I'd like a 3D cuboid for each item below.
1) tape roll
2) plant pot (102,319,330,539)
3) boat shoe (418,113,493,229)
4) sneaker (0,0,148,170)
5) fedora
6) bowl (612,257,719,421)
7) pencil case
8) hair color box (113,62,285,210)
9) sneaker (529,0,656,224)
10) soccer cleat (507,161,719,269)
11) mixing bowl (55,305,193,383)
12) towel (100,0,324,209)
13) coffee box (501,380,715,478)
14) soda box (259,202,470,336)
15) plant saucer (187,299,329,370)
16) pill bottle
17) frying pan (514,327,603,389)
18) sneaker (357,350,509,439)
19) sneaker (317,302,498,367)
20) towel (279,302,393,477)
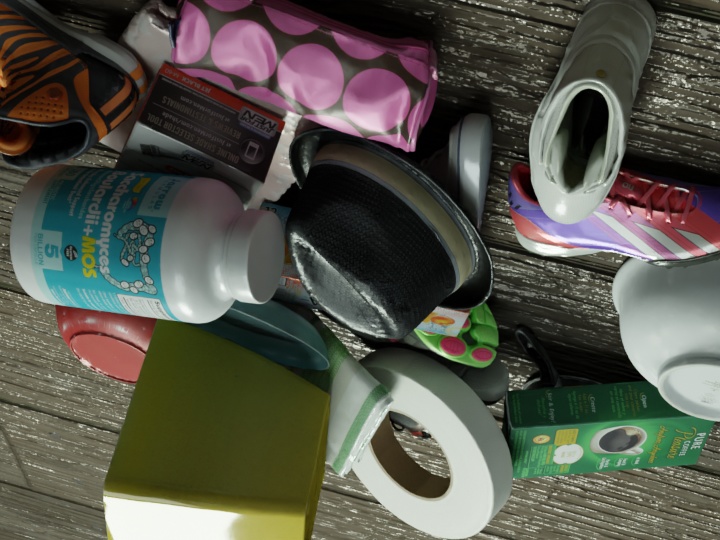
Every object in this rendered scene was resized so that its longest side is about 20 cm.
[{"bbox_3d":[0.057,0.169,1.379,0.201,0.037,0.205,27,136,28],"label":"tape roll"},{"bbox_3d":[-0.125,0.192,1.333,0.174,0.202,0.201,9,138,4],"label":"plant pot"},{"bbox_3d":[0.067,-0.057,1.141,0.064,0.074,0.201,10,148,5],"label":"boat shoe"},{"bbox_3d":[-0.273,-0.150,1.104,0.198,0.112,0.078,22,145,22],"label":"sneaker"},{"bbox_3d":[0.006,-0.015,1.114,0.199,0.092,0.201,29,155,15],"label":"fedora"},{"bbox_3d":[0.304,0.065,1.201,0.198,0.091,0.202,14,149,8],"label":"bowl"},{"bbox_3d":[-0.038,-0.157,1.025,0.197,0.091,0.094,18,131,-5],"label":"pencil case"},{"bbox_3d":[-0.147,-0.077,1.174,0.110,0.065,0.200,25,152,-11],"label":"hair color box"},{"bbox_3d":[0.145,-0.082,0.981,0.073,0.116,0.201,18,139,10],"label":"sneaker"},{"bbox_3d":[0.207,-0.049,1.092,0.197,0.069,0.074,3,140,27],"label":"soccer cleat"},{"bbox_3d":[-0.230,0.043,1.434,0.197,0.109,0.201,13,149,8],"label":"mixing bowl"},{"bbox_3d":[-0.127,-0.128,1.171,0.189,0.033,0.200,27,149,-18],"label":"towel"},{"bbox_3d":[0.235,0.152,1.370,0.197,0.044,0.123,-5,148,0],"label":"coffee box"},{"bbox_3d":[0.000,0.000,1.250,0.197,0.069,0.064,12,157,-4],"label":"soda box"},{"bbox_3d":[-0.117,0.042,1.297,0.198,0.028,0.200,18,166,5],"label":"plant saucer"},{"bbox_3d":[-0.161,-0.020,1.099,0.197,0.112,0.111,6,148,20],"label":"pill bottle"},{"bbox_3d":[0.212,0.120,1.408,0.113,0.031,0.191,8,151,15],"label":"frying pan"},{"bbox_3d":[0.073,0.125,1.414,0.199,0.077,0.083,0,114,47],"label":"sneaker"},{"bbox_3d":[0.037,0.034,1.325,0.198,0.078,0.084,23,164,2],"label":"sneaker"},{"bbox_3d":[-0.052,0.089,1.387,0.200,0.031,0.150,49,143,17],"label":"towel"}]
